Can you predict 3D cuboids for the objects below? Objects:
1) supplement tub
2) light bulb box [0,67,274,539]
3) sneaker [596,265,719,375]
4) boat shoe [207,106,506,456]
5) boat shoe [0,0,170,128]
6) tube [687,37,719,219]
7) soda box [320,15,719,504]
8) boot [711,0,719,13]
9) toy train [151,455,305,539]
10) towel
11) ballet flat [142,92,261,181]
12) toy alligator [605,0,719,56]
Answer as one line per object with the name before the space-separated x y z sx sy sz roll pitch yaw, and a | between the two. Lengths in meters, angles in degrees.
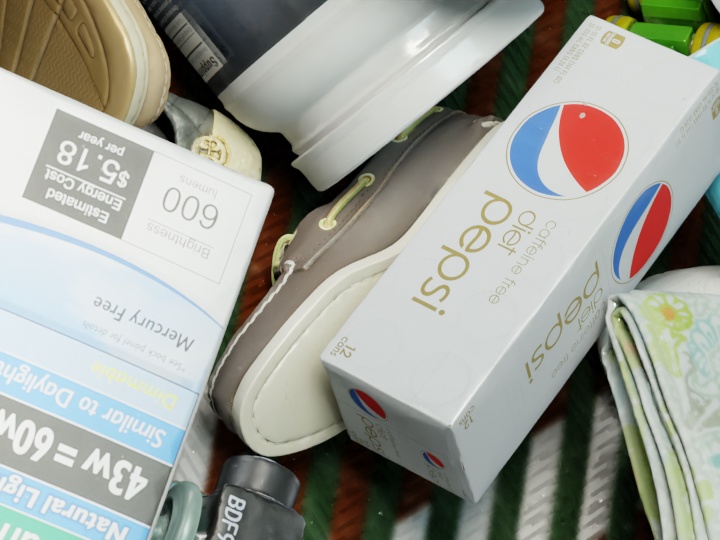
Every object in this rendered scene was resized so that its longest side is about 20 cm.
supplement tub | -0.032 -0.148 1.064 0.140 0.140 0.200 -42 94 -33
light bulb box | -0.164 0.036 0.914 0.198 0.125 0.201 23 70 -12
sneaker | 0.200 0.024 1.167 0.199 0.080 0.077 -4 76 -28
boat shoe | 0.000 0.000 1.077 0.200 0.059 0.072 -45 141 -29
boat shoe | -0.122 -0.117 1.001 0.069 0.074 0.200 -2 35 -41
tube | 0.198 -0.010 1.121 0.077 0.050 0.200 -31 87 -8
soda box | 0.071 -0.007 1.053 0.068 0.064 0.200 26 65 28
boot | 0.235 -0.129 1.201 0.199 0.074 0.096 27 24 -20
toy train | -0.074 0.166 0.947 0.085 0.114 0.201 25 62 -17
towel | 0.201 0.083 1.023 0.199 0.048 0.172 6 47 -18
ballet flat | -0.128 -0.056 1.029 0.199 0.057 0.067 11 68 -25
toy alligator | 0.142 -0.088 1.193 0.200 0.059 0.054 -64 147 -29
